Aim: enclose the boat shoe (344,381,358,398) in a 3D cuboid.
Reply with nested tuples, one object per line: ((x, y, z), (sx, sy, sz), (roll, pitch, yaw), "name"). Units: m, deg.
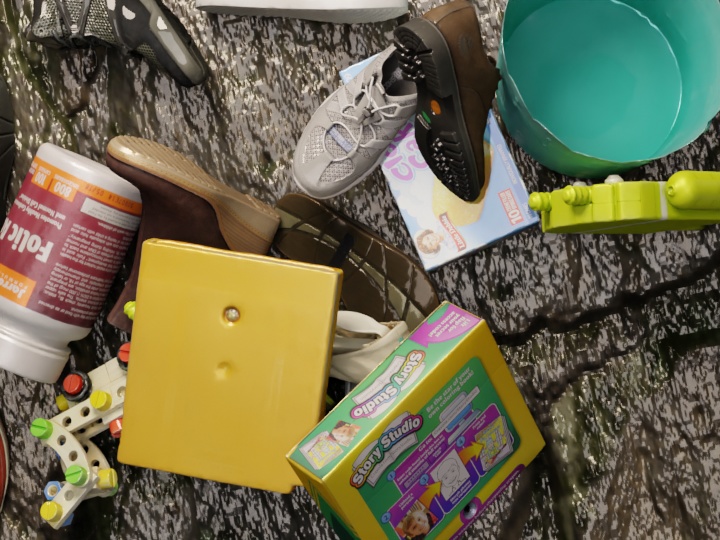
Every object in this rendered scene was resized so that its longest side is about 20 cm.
((0.014, 0.175, 1.541), (0.071, 0.070, 0.201), (4, 97, 30), "boat shoe")

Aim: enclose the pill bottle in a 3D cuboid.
((-0.283, -0.006, 1.540), (0.114, 0.114, 0.200), (25, 92, 5), "pill bottle")

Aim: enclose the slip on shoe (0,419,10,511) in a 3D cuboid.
((-0.377, 0.215, 1.579), (0.074, 0.061, 0.200), (7, 90, 8), "slip on shoe")

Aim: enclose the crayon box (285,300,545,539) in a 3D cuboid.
((0.053, 0.156, 1.454), (0.200, 0.058, 0.173), (-43, 129, -18), "crayon box")

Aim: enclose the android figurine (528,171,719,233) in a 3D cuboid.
((0.240, -0.056, 1.444), (0.200, 0.182, 0.041), (1, 85, -30), "android figurine")

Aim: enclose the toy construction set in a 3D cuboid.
((-0.216, 0.146, 1.545), (0.200, 0.092, 0.131), (-22, 63, -2), "toy construction set")

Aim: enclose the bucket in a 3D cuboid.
((0.213, -0.179, 1.462), (0.207, 0.135, 0.207), (0, 83, -3), "bucket")

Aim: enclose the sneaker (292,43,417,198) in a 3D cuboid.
((0.009, -0.148, 1.459), (0.075, 0.082, 0.200), (41, 95, 5), "sneaker")

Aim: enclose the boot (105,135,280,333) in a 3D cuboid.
((-0.181, -0.017, 1.506), (0.200, 0.072, 0.166), (29, 102, -37), "boot")

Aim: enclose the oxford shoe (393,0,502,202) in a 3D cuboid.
((0.090, -0.141, 1.420), (0.084, 0.200, 0.073), (-36, 51, -23), "oxford shoe")

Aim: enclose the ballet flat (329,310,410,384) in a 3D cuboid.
((-0.038, 0.062, 1.508), (0.200, 0.069, 0.070), (4, 91, 31), "ballet flat")

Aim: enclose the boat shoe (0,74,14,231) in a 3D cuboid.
((-0.367, -0.088, 1.571), (0.065, 0.074, 0.202), (6, 98, 2), "boat shoe")

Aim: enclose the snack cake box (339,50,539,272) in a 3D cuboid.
((0.073, -0.111, 1.527), (0.115, 0.067, 0.200), (-24, 87, 5), "snack cake box")

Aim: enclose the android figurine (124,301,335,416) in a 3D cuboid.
((-0.122, 0.081, 1.480), (0.200, 0.041, 0.182), (45, 102, 6), "android figurine")

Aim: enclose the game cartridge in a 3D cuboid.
((-0.114, 0.083, 1.444), (0.176, 0.032, 0.200), (10, 100, 9), "game cartridge")

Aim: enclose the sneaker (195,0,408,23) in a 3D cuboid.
((-0.051, -0.290, 1.538), (0.200, 0.073, 0.114), (6, 88, 6), "sneaker")

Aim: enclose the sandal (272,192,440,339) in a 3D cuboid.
((0.000, 0.000, 1.545), (0.200, 0.055, 0.082), (36, 103, 20), "sandal")

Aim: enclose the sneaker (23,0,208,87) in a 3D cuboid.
((-0.234, -0.222, 1.556), (0.199, 0.076, 0.114), (44, 96, 7), "sneaker")
